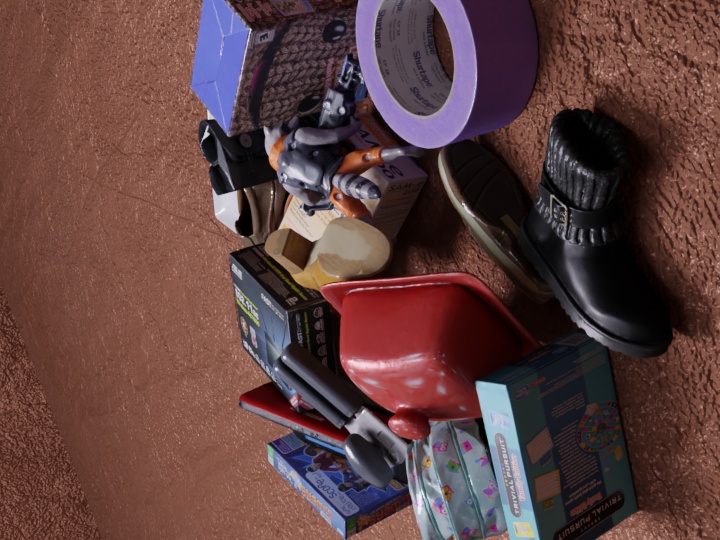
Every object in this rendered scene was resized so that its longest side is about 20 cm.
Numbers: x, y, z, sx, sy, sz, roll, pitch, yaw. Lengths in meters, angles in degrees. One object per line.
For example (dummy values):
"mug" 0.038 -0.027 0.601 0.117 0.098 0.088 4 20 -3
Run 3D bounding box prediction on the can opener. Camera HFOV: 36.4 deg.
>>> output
"can opener" -0.025 0.169 1.308 0.200 0.066 0.053 44 131 6

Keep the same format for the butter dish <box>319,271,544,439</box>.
"butter dish" 0.066 0.103 1.132 0.199 0.149 0.199 -4 146 36

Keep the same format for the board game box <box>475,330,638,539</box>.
"board game box" 0.203 0.181 1.118 0.047 0.150 0.201 2 108 52

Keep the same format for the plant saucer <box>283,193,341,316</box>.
"plant saucer" -0.040 -0.026 1.504 0.200 0.032 0.201 33 132 46

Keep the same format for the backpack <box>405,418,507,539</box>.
"backpack" 0.118 0.243 1.255 0.200 0.126 0.168 -28 -86 -86

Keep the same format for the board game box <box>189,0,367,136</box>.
"board game box" -0.081 -0.265 1.269 0.097 0.199 0.160 51 145 26

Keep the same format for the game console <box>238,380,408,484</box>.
"game console" -0.045 0.227 1.454 0.199 0.172 0.119 17 108 27

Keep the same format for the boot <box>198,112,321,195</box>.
"boot" -0.116 -0.191 1.365 0.066 0.199 0.166 -38 75 58

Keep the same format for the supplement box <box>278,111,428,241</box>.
"supplement box" -0.016 -0.078 1.356 0.126 0.073 0.201 49 131 27

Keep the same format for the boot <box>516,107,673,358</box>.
"boot" 0.231 -0.035 1.025 0.211 0.079 0.158 50 144 31

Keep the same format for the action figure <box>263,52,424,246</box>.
"action figure" -0.028 -0.137 1.232 0.193 0.104 0.201 22 113 28

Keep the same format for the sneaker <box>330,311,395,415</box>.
"sneaker" -0.021 0.148 1.506 0.200 0.071 0.113 47 145 7

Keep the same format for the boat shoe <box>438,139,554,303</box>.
"boat shoe" 0.143 -0.048 1.174 0.201 0.071 0.076 59 160 19

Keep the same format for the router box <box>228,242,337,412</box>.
"router box" -0.102 0.071 1.433 0.200 0.062 0.151 38 139 53

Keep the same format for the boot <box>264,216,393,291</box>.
"boot" -0.001 0.001 1.238 0.201 0.144 0.071 6 69 46

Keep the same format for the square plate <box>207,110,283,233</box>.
"square plate" -0.167 -0.135 1.646 0.200 0.028 0.199 34 133 45

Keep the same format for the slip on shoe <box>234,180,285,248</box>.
"slip on shoe" -0.154 -0.061 1.580 0.076 0.060 0.201 50 144 28

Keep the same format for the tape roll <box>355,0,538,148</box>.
"tape roll" 0.086 -0.234 1.138 0.200 0.085 0.201 34 133 46

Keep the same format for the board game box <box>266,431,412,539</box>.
"board game box" -0.024 0.283 1.552 0.200 0.135 0.035 36 136 45
